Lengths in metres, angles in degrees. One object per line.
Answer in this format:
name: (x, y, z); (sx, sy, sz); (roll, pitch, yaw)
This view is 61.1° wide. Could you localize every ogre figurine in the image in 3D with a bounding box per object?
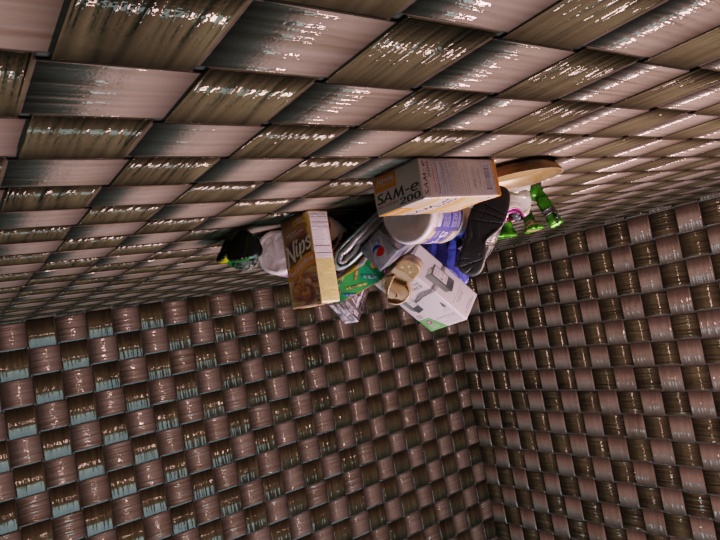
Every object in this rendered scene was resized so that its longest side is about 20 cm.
ogre figurine: (0.372, -0.144, 1.474); (0.098, 0.120, 0.200); (-1, 170, -41)

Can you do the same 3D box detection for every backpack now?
backpack: (0.201, -0.071, 1.553); (0.162, 0.201, 0.168); (-9, 146, 45)

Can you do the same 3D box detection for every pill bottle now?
pill bottle: (0.149, -0.116, 1.284); (0.119, 0.120, 0.200); (-13, 175, 37)
pill bottle: (-0.189, -0.039, 1.559); (0.112, 0.113, 0.200); (-11, 176, 5)

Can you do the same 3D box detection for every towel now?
towel: (0.013, -0.074, 1.404); (0.200, 0.048, 0.171); (-43, 178, -5)

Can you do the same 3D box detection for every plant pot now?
plant pot: (0.313, -0.195, 1.260); (0.199, 0.028, 0.200); (-11, 177, -1)

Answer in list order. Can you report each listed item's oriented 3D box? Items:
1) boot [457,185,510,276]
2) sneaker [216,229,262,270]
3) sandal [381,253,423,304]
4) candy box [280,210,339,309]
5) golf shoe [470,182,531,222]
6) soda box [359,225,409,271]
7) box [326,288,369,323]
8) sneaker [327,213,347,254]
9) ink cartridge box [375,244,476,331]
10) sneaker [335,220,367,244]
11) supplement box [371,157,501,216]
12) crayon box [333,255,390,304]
boot: (0.272, -0.101, 1.332); (0.073, 0.204, 0.154); (21, -157, 10)
sneaker: (-0.265, -0.042, 1.421); (0.085, 0.078, 0.200); (25, 167, -25)
sandal: (0.081, 0.042, 1.384); (0.077, 0.070, 0.212); (28, 149, 3)
candy box: (-0.112, -0.022, 1.341); (0.055, 0.201, 0.115); (-5, 174, -40)
golf shoe: (0.294, -0.149, 1.405); (0.199, 0.092, 0.075); (-10, 178, 19)
soda box: (0.077, -0.066, 1.324); (0.068, 0.063, 0.200); (-49, 173, 28)
box: (-0.055, 0.021, 1.638); (0.050, 0.158, 0.200); (-12, 133, 36)
sneaker: (-0.094, -0.068, 1.429); (0.081, 0.084, 0.200); (-30, 166, -37)
ink cartridge box: (0.155, 0.045, 1.477); (0.146, 0.200, 0.084); (-29, -154, 55)
sneaker: (-0.031, -0.083, 1.563); (0.199, 0.081, 0.115); (-9, 175, -35)
supplement box: (0.138, -0.149, 1.098); (0.199, 0.074, 0.126); (-7, 174, -37)
crayon box: (0.000, 0.000, 1.499); (0.200, 0.058, 0.119); (-31, -163, 50)
